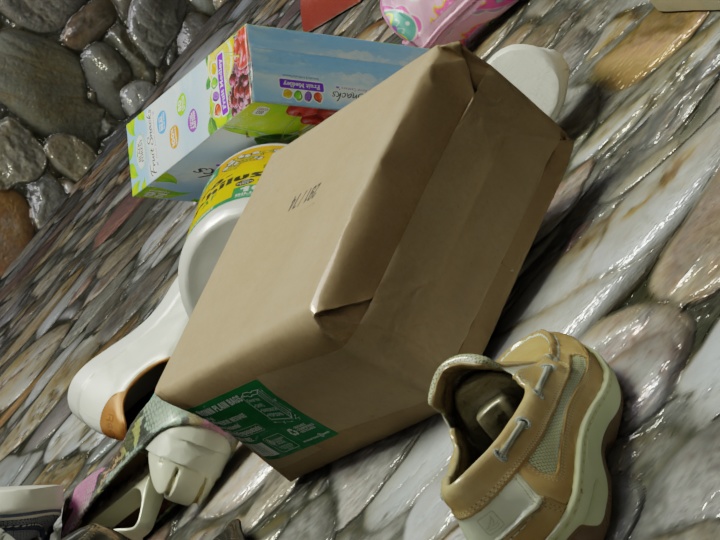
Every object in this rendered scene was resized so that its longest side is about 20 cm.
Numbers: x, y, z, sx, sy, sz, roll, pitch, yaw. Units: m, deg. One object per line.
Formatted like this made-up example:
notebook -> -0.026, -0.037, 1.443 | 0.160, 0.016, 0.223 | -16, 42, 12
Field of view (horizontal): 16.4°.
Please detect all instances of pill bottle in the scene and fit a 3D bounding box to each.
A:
pill bottle -> -0.061, -0.023, 1.714 | 0.113, 0.113, 0.200 | -45, 11, 16

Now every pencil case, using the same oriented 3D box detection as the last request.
pencil case -> 0.105, -0.245, 1.921 | 0.200, 0.087, 0.087 | -40, 14, 31

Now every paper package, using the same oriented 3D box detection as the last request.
paper package -> 0.000, 0.000, 1.372 | 0.200, 0.103, 0.191 | -28, 31, 57

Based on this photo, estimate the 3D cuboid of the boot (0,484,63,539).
boot -> -0.231, 0.192, 1.652 | 0.200, 0.073, 0.091 | 121, 145, -79

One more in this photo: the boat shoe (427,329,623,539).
boat shoe -> 0.064, 0.061, 1.046 | 0.072, 0.076, 0.200 | -45, 11, 14

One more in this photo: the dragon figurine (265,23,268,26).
dragon figurine -> -0.113, -0.207, 2.678 | 0.099, 0.059, 0.200 | -45, 13, 11

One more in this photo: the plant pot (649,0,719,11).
plant pot -> 0.202, -0.283, 1.440 | 0.200, 0.177, 0.200 | -48, 10, -2

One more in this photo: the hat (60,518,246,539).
hat -> -0.155, 0.197, 1.398 | 0.201, 0.081, 0.201 | -46, 10, 11

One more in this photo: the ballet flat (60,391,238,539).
ballet flat -> -0.130, 0.133, 1.597 | 0.200, 0.069, 0.071 | -45, 29, 34

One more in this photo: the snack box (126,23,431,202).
snack box -> -0.057, -0.108, 1.858 | 0.200, 0.168, 0.068 | -31, 60, 55

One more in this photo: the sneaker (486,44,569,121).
sneaker -> 0.059, -0.058, 1.535 | 0.200, 0.075, 0.088 | -43, -5, 16

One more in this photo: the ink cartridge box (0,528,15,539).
ink cartridge box -> -0.280, 0.212, 1.525 | 0.145, 0.200, 0.083 | -47, 15, 2

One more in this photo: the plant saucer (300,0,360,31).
plant saucer -> 0.015, -0.365, 2.796 | 0.200, 0.037, 0.200 | -52, 12, -17

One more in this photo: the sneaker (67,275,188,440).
sneaker -> -0.116, 0.056, 1.830 | 0.200, 0.073, 0.085 | -45, 41, -15
